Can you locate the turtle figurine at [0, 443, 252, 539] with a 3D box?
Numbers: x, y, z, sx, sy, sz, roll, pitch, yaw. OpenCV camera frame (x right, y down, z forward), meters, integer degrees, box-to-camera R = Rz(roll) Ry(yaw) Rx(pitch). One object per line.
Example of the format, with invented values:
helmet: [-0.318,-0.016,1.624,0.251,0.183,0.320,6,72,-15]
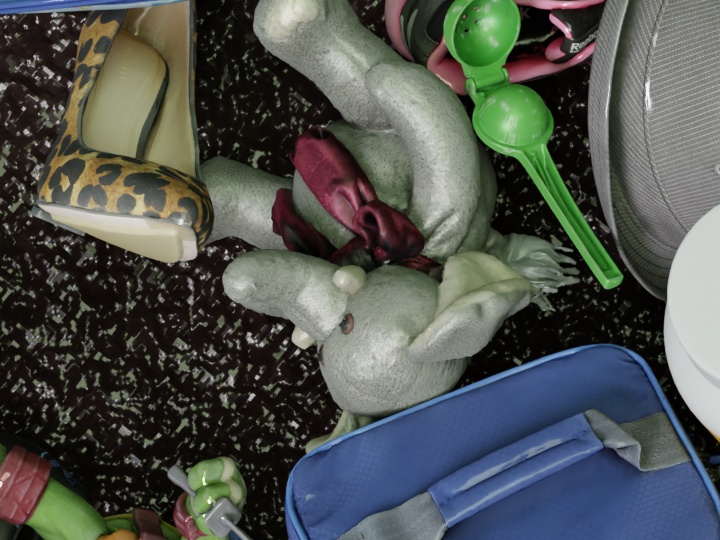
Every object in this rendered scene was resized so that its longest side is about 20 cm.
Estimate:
turtle figurine: [-0.113,0.140,1.285,0.193,0.200,0.144,23,123,-10]

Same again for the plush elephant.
plush elephant: [0.000,0.000,1.354,0.199,0.155,0.165,31,127,-9]

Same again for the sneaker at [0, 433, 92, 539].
sneaker: [-0.197,0.169,1.392,0.078,0.070,0.201,25,83,12]

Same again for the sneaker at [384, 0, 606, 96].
sneaker: [0.111,-0.123,1.397,0.199,0.095,0.079,-16,112,3]

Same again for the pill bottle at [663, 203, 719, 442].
pill bottle: [0.191,0.033,1.280,0.112,0.200,0.114,-5,72,17]

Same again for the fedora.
fedora: [0.182,-0.072,1.335,0.090,0.201,0.177,16,55,36]

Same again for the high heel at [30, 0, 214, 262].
high heel: [-0.092,-0.081,1.359,0.071,0.200,0.143,23,87,-22]

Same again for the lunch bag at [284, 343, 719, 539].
lunch bag: [0.073,0.125,1.318,0.199,0.133,0.136,-22,56,-7]

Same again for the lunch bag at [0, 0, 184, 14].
lunch bag: [-0.120,-0.218,1.353,0.160,0.082,0.201,-1,97,10]

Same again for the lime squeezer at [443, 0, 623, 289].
lime squeezer: [0.071,-0.087,1.326,0.038,0.070,0.201,-16,91,-40]
